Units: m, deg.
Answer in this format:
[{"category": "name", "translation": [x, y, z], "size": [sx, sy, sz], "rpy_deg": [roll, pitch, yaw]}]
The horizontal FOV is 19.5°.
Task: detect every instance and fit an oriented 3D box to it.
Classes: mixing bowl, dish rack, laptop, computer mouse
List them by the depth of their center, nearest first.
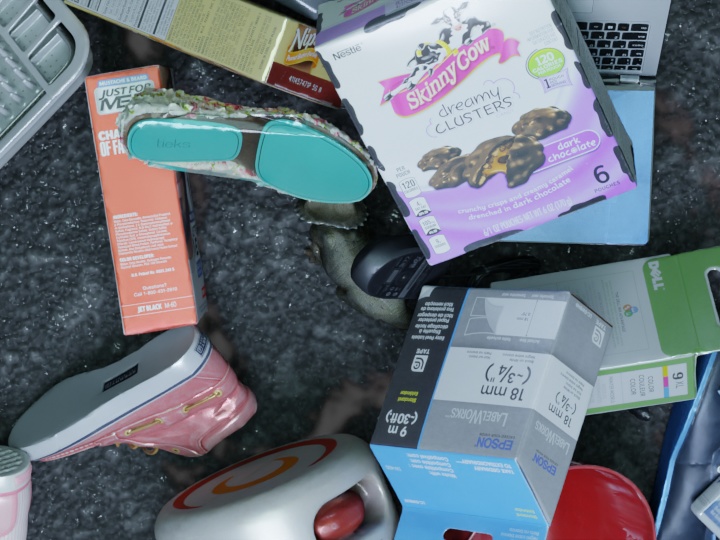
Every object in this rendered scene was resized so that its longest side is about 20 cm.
[{"category": "laptop", "translation": [0.130, -0.119, 1.551], "size": [0.186, 0.200, 0.116], "rpy_deg": [1, 62, 1]}, {"category": "computer mouse", "translation": [0.066, -0.006, 1.626], "size": [0.059, 0.199, 0.034], "rpy_deg": [-53, 55, 28]}, {"category": "mixing bowl", "translation": [0.121, 0.221, 1.641], "size": [0.199, 0.108, 0.201], "rpy_deg": [-13, 117, -27]}, {"category": "dish rack", "translation": [-0.305, -0.146, 1.649], "size": [0.200, 0.044, 0.172], "rpy_deg": [-44, 59, 4]}]

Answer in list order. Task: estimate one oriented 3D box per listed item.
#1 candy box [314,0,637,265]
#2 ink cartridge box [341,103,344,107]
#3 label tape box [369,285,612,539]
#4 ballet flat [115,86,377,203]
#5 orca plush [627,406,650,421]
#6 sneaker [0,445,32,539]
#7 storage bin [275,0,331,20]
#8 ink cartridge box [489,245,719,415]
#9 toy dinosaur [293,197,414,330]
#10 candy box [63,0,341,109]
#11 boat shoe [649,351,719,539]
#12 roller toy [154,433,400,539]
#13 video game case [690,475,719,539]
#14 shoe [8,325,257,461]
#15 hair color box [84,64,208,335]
[{"category": "candy box", "translation": [0.083, -0.125, 1.501], "size": [0.167, 0.072, 0.200], "rpy_deg": [-21, 120, 16]}, {"category": "ink cartridge box", "translation": [0.077, -0.177, 1.644], "size": [0.199, 0.085, 0.146], "rpy_deg": [16, 94, 2]}, {"category": "label tape box", "translation": [0.086, 0.114, 1.539], "size": [0.063, 0.144, 0.201], "rpy_deg": [36, 65, -42]}, {"category": "ballet flat", "translation": [-0.083, -0.102, 1.569], "size": [0.199, 0.064, 0.076], "rpy_deg": [13, 124, -12]}, {"category": "orca plush", "translation": [0.131, 0.125, 1.670], "size": [0.199, 0.071, 0.106], "rpy_deg": [-5, 94, 2]}, {"category": "sneaker", "translation": [-0.356, 0.186, 1.688], "size": [0.199, 0.075, 0.105], "rpy_deg": [8, 118, 16]}, {"category": "storage bin", "translation": [-0.070, -0.269, 1.595], "size": [0.134, 0.200, 0.146], "rpy_deg": [30, 95, -12]}, {"category": "ink cartridge box", "translation": [0.206, 0.050, 1.631], "size": [0.199, 0.104, 0.059], "rpy_deg": [-10, 139, 4]}, {"category": "toy dinosaur", "translation": [0.000, 0.000, 1.650], "size": [0.077, 0.102, 0.201], "rpy_deg": [-25, 92, 4]}, {"category": "candy box", "translation": [-0.112, -0.186, 1.593], "size": [0.199, 0.115, 0.056], "rpy_deg": [23, 95, 29]}, {"category": "boat shoe", "translation": [0.278, 0.145, 1.673], "size": [0.068, 0.084, 0.201], "rpy_deg": [12, 111, 0]}, {"category": "roller toy", "translation": [-0.055, 0.221, 1.624], "size": [0.182, 0.200, 0.140], "rpy_deg": [-21, 96, 0]}, {"category": "video game case", "translation": [0.387, 0.186, 1.658], "size": [0.182, 0.022, 0.200], "rpy_deg": [-45, 113, 4]}, {"category": "shoe", "translation": [-0.182, 0.121, 1.679], "size": [0.200, 0.072, 0.091], "rpy_deg": [-28, 122, 22]}, {"category": "hair color box", "translation": [-0.166, -0.057, 1.646], "size": [0.064, 0.111, 0.201], "rpy_deg": [-9, 95, 1]}]
